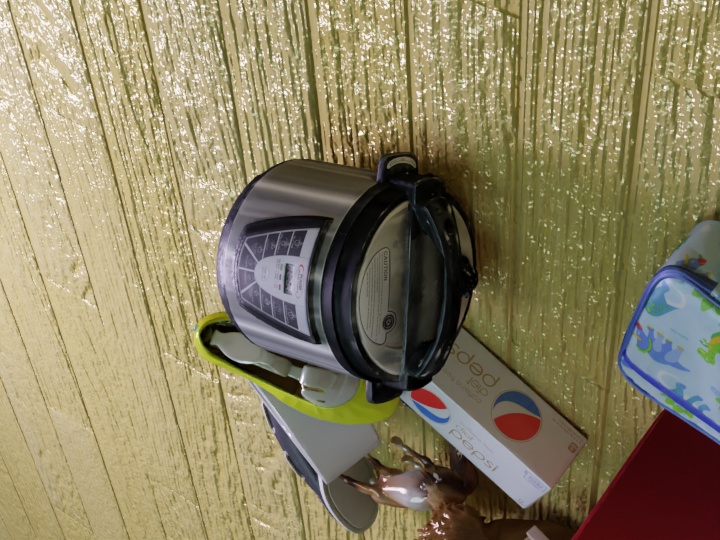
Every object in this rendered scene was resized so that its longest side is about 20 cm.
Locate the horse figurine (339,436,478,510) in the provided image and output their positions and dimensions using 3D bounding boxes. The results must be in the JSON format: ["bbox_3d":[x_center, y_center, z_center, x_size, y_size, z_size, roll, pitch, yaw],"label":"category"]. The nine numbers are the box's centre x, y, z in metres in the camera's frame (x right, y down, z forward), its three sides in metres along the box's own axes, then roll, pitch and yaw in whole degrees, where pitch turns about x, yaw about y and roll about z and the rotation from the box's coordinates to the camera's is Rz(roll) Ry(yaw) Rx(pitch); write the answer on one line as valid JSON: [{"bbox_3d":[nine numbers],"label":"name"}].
[{"bbox_3d":[0.054,0.217,1.444,0.200,0.050,0.132,-15,137,45],"label":"horse figurine"}]

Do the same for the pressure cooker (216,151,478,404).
[{"bbox_3d":[0.002,-0.001,1.151,0.199,0.179,0.176,15,151,39],"label":"pressure cooker"}]

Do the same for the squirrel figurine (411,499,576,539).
[{"bbox_3d":[0.133,0.321,1.426,0.199,0.142,0.187,29,160,9],"label":"squirrel figurine"}]

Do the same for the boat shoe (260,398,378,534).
[{"bbox_3d":[-0.047,0.204,1.535,0.060,0.074,0.200,-7,120,51],"label":"boat shoe"}]

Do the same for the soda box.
[{"bbox_3d":[0.106,0.122,1.271,0.200,0.068,0.064,42,148,4],"label":"soda box"}]

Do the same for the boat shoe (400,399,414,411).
[{"bbox_3d":[-0.007,0.069,1.337,0.200,0.069,0.084,45,148,-2],"label":"boat shoe"}]

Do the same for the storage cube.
[{"bbox_3d":[0.269,0.254,1.139,0.200,0.180,0.171,31,146,21],"label":"storage cube"}]

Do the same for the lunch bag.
[{"bbox_3d":[0.291,0.071,0.998,0.200,0.082,0.161,36,150,14],"label":"lunch bag"}]

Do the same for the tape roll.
[{"bbox_3d":[-0.066,0.113,1.381,0.203,0.071,0.202,52,173,9],"label":"tape roll"}]

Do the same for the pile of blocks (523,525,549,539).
[{"bbox_3d":[0.204,0.335,1.280,0.200,0.062,0.082,49,171,12],"label":"pile of blocks"}]

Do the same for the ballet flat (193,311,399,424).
[{"bbox_3d":[-0.062,0.089,1.249,0.199,0.067,0.067,21,173,7],"label":"ballet flat"}]
